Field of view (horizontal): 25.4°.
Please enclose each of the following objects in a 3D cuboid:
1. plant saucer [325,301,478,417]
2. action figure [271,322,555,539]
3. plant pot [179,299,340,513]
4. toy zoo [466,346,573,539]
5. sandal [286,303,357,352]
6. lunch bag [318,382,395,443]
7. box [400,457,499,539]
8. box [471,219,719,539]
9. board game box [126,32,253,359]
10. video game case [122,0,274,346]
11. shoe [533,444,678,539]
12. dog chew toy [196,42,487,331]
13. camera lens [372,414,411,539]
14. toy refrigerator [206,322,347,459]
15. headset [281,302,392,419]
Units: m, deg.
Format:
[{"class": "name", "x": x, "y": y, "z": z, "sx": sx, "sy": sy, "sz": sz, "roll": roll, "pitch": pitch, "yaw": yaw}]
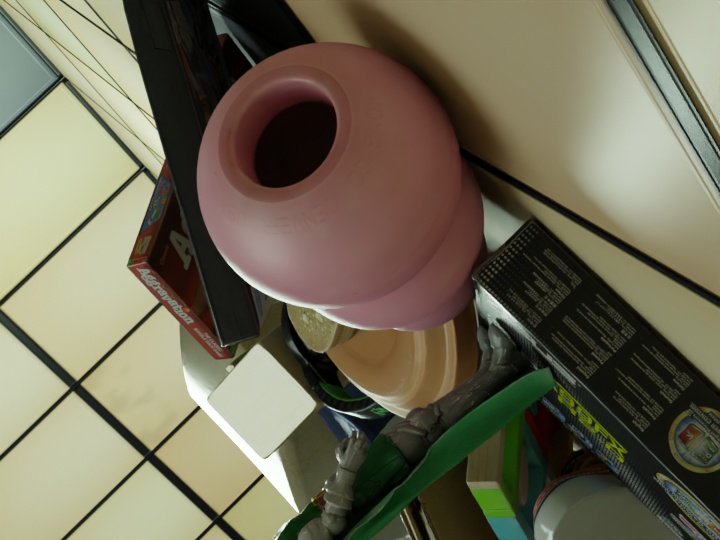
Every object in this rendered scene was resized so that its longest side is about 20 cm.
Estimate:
[{"class": "plant saucer", "x": 0.000, "y": 0.000, "z": 0.975, "sx": 0.200, "sy": 0.032, "sz": 0.201, "roll": 43, "pitch": 146, "yaw": 39}, {"class": "action figure", "x": 0.007, "y": 0.109, "z": 0.831, "sx": 0.055, "sy": 0.200, "sz": 0.118, "roll": 47, "pitch": 173, "yaw": 2}, {"class": "plant pot", "x": -0.051, "y": 0.060, "z": 1.448, "sx": 0.200, "sy": 0.200, "sz": 0.177, "roll": 42, "pitch": 163, "yaw": 34}, {"class": "toy zoo", "x": 0.108, "y": 0.118, "z": 1.012, "sx": 0.020, "sy": 0.132, "sz": 0.200, "roll": -4, "pitch": 147, "yaw": 20}, {"class": "sandal", "x": -0.034, "y": -0.017, "z": 0.905, "sx": 0.078, "sy": 0.069, "sz": 0.212, "roll": 48, "pitch": 150, "yaw": 29}, {"class": "lunch bag", "x": 0.071, "y": 0.141, "z": 1.355, "sx": 0.200, "sy": 0.132, "sz": 0.136, "roll": 55, "pitch": 167, "yaw": -26}, {"class": "box", "x": 0.090, "y": 0.153, "z": 1.053, "sx": 0.200, "sy": 0.021, "sz": 0.164, "roll": -33, "pitch": -80, "yaw": -59}, {"class": "box", "x": 0.143, "y": 0.075, "z": 0.827, "sx": 0.200, "sy": 0.044, "sz": 0.160, "roll": 45, "pitch": 175, "yaw": 14}, {"class": "board game box", "x": -0.092, "y": -0.052, "z": 1.060, "sx": 0.019, "sy": 0.200, "sz": 0.103, "roll": -11, "pitch": 137, "yaw": 31}, {"class": "video game case", "x": -0.088, "y": -0.070, "z": 0.954, "sx": 0.181, "sy": 0.025, "sz": 0.201, "roll": -76, "pitch": -28, "yaw": -80}, {"class": "shoe", "x": 0.146, "y": 0.143, "z": 0.979, "sx": 0.200, "sy": 0.072, "sz": 0.091, "roll": 22, "pitch": -164, "yaw": -49}, {"class": "dog chew toy", "x": 0.004, "y": -0.028, "z": 0.784, "sx": 0.125, "sy": 0.125, "sz": 0.200, "roll": 42, "pitch": -179, "yaw": 30}, {"class": "camera lens", "x": 0.110, "y": 0.198, "z": 1.217, "sx": 0.200, "sy": 0.160, "sz": 0.160, "roll": 39, "pitch": 177, "yaw": -25}, {"class": "toy refrigerator", "x": -0.029, "y": 0.056, "z": 1.211, "sx": 0.070, "sy": 0.076, "sz": 0.200, "roll": 45, "pitch": -145, "yaw": 3}, {"class": "headset", "x": -0.015, "y": 0.009, "z": 1.105, "sx": 0.094, "sy": 0.124, "sz": 0.200, "roll": 19, "pitch": -150, "yaw": -39}]
